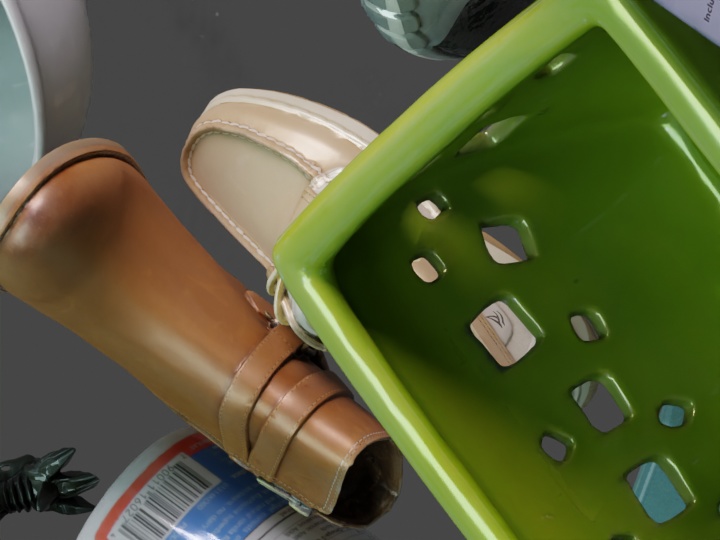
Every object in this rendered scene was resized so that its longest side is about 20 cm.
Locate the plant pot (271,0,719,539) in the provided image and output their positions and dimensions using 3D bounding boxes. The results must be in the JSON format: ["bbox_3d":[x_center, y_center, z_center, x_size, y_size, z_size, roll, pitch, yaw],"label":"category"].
[{"bbox_3d":[0.125,-0.008,0.963,0.200,0.181,0.199,52,138,1],"label":"plant pot"}]

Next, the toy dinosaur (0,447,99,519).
[{"bbox_3d":[-0.184,0.150,1.372,0.200,0.136,0.102,33,134,22],"label":"toy dinosaur"}]

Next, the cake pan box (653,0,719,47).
[{"bbox_3d":[0.088,-0.178,0.775,0.184,0.052,0.201,38,126,39],"label":"cake pan box"}]

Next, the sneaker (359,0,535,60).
[{"bbox_3d":[0.055,-0.114,0.987,0.115,0.075,0.200,19,166,25],"label":"sneaker"}]

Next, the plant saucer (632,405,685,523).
[{"bbox_3d":[0.122,0.138,1.180,0.070,0.019,0.201,34,133,21],"label":"plant saucer"}]

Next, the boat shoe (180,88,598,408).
[{"bbox_3d":[0.000,0.000,1.161,0.200,0.069,0.074,34,134,20],"label":"boat shoe"}]

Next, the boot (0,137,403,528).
[{"bbox_3d":[-0.059,0.029,1.175,0.155,0.200,0.074,42,93,22],"label":"boot"}]

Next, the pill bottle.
[{"bbox_3d":[-0.020,0.161,1.250,0.200,0.112,0.113,34,134,22],"label":"pill bottle"}]

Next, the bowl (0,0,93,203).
[{"bbox_3d":[-0.179,-0.107,1.237,0.200,0.090,0.202,22,129,30],"label":"bowl"}]
